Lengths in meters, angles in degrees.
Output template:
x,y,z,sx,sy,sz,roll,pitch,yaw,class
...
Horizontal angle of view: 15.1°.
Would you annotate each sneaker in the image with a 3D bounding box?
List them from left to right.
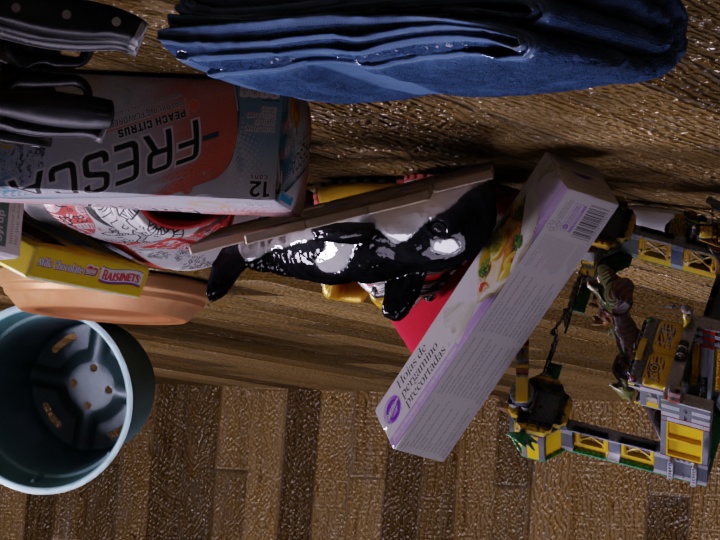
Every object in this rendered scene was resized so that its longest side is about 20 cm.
x,y,z,sx,sy,sz,roll,pitch,yaw,class
-0.103,-0.038,1.643,0.107,0.068,0.201,3,172,40,sneaker
0.044,-0.015,1.686,0.078,0.083,0.200,8,172,-35,sneaker

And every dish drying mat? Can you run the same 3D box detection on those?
x,y,z,sx,sy,sz,roll,pitch,yaw,class
0.053,0.018,1.715,0.018,0.077,0.200,37,-171,-23,dish drying mat

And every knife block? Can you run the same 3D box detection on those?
x,y,z,sx,sy,sz,roll,pitch,yaw,class
-0.199,-0.097,1.164,0.175,0.064,0.200,-1,172,36,knife block

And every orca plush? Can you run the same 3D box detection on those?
x,y,z,sx,sy,sz,roll,pitch,yaw,class
0.000,0.000,1.592,0.199,0.072,0.105,-14,-176,23,orca plush

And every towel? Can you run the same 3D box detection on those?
x,y,z,sx,sy,sz,roll,pitch,yaw,class
0.025,-0.095,1.093,0.199,0.049,0.111,-1,173,39,towel

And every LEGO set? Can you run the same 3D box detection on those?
x,y,z,sx,sy,sz,roll,pitch,yaw,class
0.165,0.024,1.577,0.153,0.201,0.116,22,155,17,LEGO set

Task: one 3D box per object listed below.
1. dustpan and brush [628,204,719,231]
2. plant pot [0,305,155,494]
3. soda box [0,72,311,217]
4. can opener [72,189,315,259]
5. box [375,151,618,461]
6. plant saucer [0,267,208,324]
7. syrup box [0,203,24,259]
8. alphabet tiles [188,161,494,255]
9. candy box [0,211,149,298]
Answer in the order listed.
x,y,z,sx,sy,sz,roll,pitch,yaw,class
0.251,-0.014,1.745,0.199,0.058,0.140,-1,175,-17,dustpan and brush
-0.316,0.132,2.922,0.199,0.202,0.196,3,-179,11,plant pot
-0.129,-0.066,1.412,0.199,0.064,0.068,3,174,11,soda box
-0.125,-0.035,1.773,0.199,0.079,0.064,-3,148,8,can opener
0.077,0.022,1.569,0.041,0.200,0.039,16,-151,-31,box
-0.236,0.024,2.498,0.199,0.038,0.200,5,174,0,plant saucer
-0.294,-0.049,1.619,0.199,0.079,0.081,-1,172,38,syrup box
-0.007,-0.035,1.496,0.166,0.008,0.200,-13,-176,4,alphabet tiles
-0.234,-0.031,1.705,0.199,0.027,0.102,25,-174,38,candy box
